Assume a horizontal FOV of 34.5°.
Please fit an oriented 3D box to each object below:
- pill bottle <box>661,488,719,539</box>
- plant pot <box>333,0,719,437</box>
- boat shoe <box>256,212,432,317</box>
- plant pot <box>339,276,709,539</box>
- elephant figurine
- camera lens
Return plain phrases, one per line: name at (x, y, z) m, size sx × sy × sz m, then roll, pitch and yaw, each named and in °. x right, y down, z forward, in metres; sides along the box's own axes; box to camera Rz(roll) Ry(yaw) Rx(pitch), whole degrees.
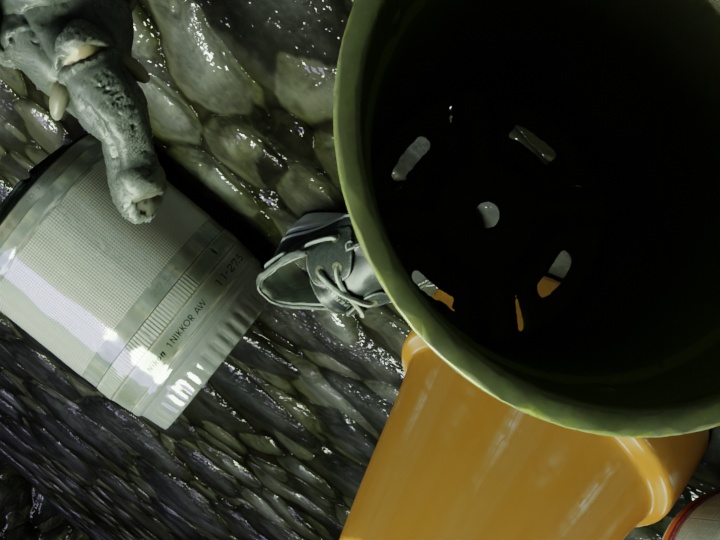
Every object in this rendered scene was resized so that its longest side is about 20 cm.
pill bottle at (0.234, 0.171, 0.625) m, size 0.109 × 0.110 × 0.200 m, roll 35°, pitch 172°, yaw 7°
plant pot at (0.075, -0.035, 0.469) m, size 0.200 × 0.201 × 0.190 m, roll 38°, pitch 168°, yaw -2°
boat shoe at (0.000, 0.000, 0.747) m, size 0.072 × 0.071 × 0.199 m, roll 46°, pitch 155°, yaw -18°
plant pot at (0.085, 0.131, 0.723) m, size 0.199 × 0.184 × 0.201 m, roll 31°, pitch 156°, yaw 15°
elephant figurine at (-0.167, -0.150, 0.621) m, size 0.140 × 0.156 × 0.201 m, roll 7°, pitch 139°, yaw 12°
camera lens at (-0.184, 0.005, 0.907) m, size 0.200 × 0.160 × 0.160 m, roll 39°, pitch 156°, yaw -4°
